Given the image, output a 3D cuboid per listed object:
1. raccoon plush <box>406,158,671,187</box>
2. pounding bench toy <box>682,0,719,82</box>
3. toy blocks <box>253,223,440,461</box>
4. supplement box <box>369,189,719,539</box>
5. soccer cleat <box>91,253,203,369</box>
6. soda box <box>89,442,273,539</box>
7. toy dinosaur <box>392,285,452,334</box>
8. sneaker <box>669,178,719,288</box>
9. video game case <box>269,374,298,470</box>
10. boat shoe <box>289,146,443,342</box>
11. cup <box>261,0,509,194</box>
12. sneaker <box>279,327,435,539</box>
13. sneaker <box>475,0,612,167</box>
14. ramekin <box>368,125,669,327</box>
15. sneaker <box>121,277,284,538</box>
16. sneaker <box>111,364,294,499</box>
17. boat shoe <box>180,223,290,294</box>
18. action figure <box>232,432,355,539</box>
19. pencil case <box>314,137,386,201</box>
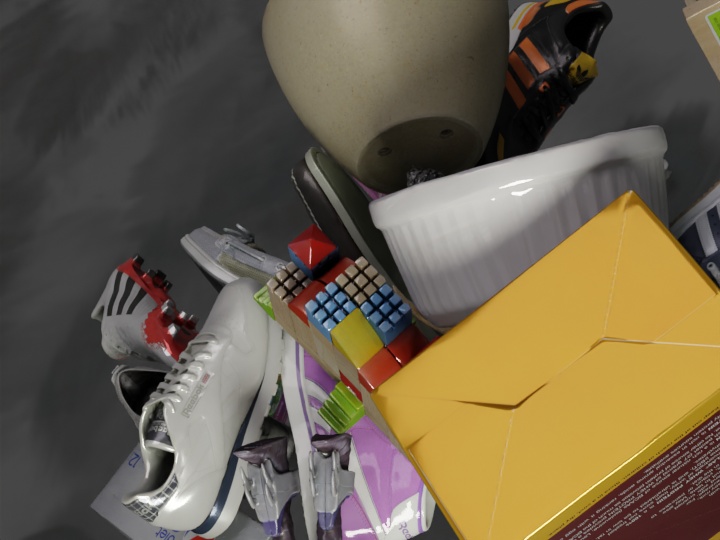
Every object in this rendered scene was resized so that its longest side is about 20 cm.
[{"bbox_3d":[0.123,-0.061,1.144,0.200,0.134,0.097,-45,38,-2],"label":"raccoon plush"},{"bbox_3d":[0.342,-0.239,1.127,0.199,0.124,0.156,-26,41,20],"label":"pounding bench toy"},{"bbox_3d":[0.002,0.045,1.034,0.100,0.137,0.200,-40,71,-13],"label":"toy blocks"},{"bbox_3d":[0.149,0.096,0.906,0.197,0.200,0.133,-38,56,6],"label":"supplement box"},{"bbox_3d":[-0.196,0.058,1.372,0.085,0.069,0.200,-50,35,5],"label":"soccer cleat"},{"bbox_3d":[-0.127,0.209,1.171,0.200,0.063,0.068,21,69,48],"label":"soda box"},{"bbox_3d":[0.121,0.060,1.093,0.199,0.058,0.102,0,52,11],"label":"toy dinosaur"},{"bbox_3d":[0.276,-0.012,1.022,0.200,0.070,0.108,-47,37,-10],"label":"sneaker"},{"bbox_3d":[-0.048,0.085,1.250,0.182,0.023,0.201,-5,54,38],"label":"video game case"},{"bbox_3d":[0.000,0.000,1.151,0.060,0.202,0.072,-30,15,19],"label":"boat shoe"},{"bbox_3d":[0.033,-0.145,1.165,0.200,0.200,0.144,-26,57,20],"label":"cup"},{"bbox_3d":[0.006,0.112,1.123,0.114,0.073,0.201,-17,65,8],"label":"sneaker"},{"bbox_3d":[0.152,-0.155,1.256,0.090,0.070,0.201,-5,50,41],"label":"sneaker"},{"bbox_3d":[0.114,-0.027,0.996,0.202,0.202,0.095,-15,91,30],"label":"ramekin"},{"bbox_3d":[-0.116,0.094,1.114,0.076,0.080,0.201,-17,56,55],"label":"sneaker"},{"bbox_3d":[-0.135,0.126,1.205,0.199,0.082,0.075,11,64,45],"label":"sneaker"},{"bbox_3d":[-0.079,0.008,1.274,0.065,0.075,0.202,-47,43,-13],"label":"boat shoe"},{"bbox_3d":[-0.037,0.215,1.031,0.129,0.069,0.201,-7,90,10],"label":"action figure"},{"bbox_3d":[0.031,-0.090,1.293,0.087,0.083,0.200,-46,39,6],"label":"pencil case"}]
